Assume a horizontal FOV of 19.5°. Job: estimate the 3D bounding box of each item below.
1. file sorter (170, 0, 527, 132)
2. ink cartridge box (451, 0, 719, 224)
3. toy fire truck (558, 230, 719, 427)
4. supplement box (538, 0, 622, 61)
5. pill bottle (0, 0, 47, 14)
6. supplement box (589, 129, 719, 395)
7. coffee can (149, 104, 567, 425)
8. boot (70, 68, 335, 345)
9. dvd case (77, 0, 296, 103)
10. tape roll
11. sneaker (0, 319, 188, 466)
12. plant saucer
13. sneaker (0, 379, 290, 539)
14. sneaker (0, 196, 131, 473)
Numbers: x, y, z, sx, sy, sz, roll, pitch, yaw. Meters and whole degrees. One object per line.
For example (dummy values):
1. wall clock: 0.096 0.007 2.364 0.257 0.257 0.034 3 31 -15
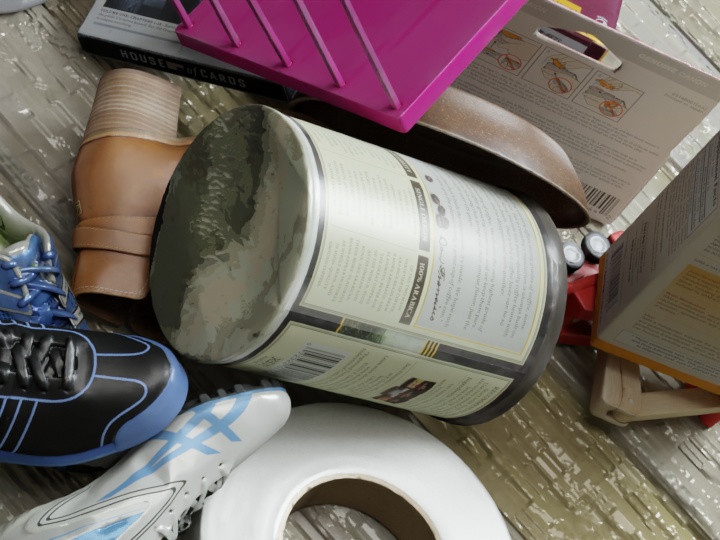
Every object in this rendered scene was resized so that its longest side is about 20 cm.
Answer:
1. file sorter: -0.021 -0.197 1.228 0.199 0.126 0.139 25 64 40
2. ink cartridge box: 0.119 -0.126 1.373 0.199 0.176 0.045 23 53 -11
3. toy fire truck: 0.160 0.049 1.359 0.199 0.049 0.142 -18 70 -34
4. supplement box: 0.131 -0.223 1.505 0.110 0.086 0.201 25 50 -9
5. pill bottle: -0.247 -0.274 1.324 0.119 0.120 0.201 -23 71 -36
6. supplement box: 0.241 -0.008 1.275 0.125 0.200 0.074 21 54 -13
7. coffee can: 0.000 0.000 1.211 0.199 0.146 0.147 16 50 -39
8. boot: -0.084 -0.023 1.278 0.199 0.074 0.156 15 60 -19
9. dvd case: -0.075 -0.206 1.362 0.149 0.025 0.201 15 61 19
10. tape roll: -0.004 0.172 1.198 0.201 0.037 0.204 13 54 -19
11. sneaker: -0.193 0.058 1.101 0.198 0.078 0.071 -7 58 2
12. plant saucer: 0.054 -0.080 1.301 0.199 0.200 0.037 22 83 -12
13. sneaker: -0.114 0.129 1.135 0.199 0.072 0.073 -34 78 -22
14. sneaker: -0.194 0.026 1.174 0.076 0.077 0.200 -32 78 -40
